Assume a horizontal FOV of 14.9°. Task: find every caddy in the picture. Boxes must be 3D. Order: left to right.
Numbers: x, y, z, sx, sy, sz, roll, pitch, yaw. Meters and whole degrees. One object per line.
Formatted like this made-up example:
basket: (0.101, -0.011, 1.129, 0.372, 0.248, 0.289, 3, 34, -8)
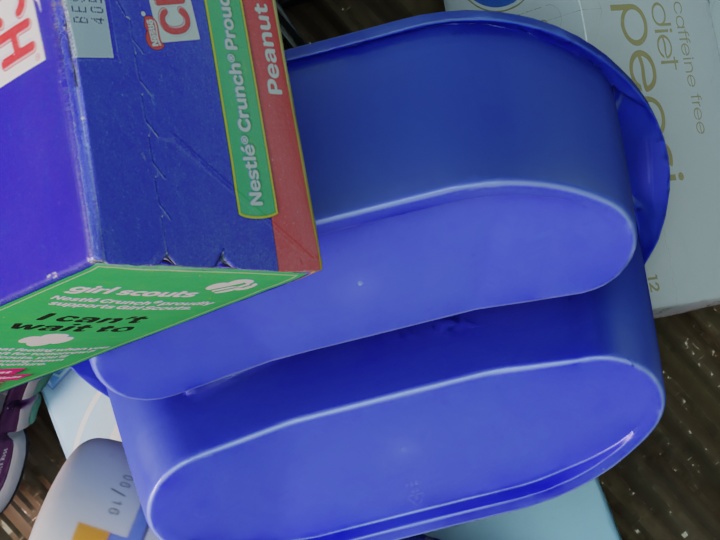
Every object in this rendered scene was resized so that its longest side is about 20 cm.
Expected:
caddy: (0.000, 0.000, 0.830, 0.199, 0.105, 0.142, -14, 129, 0)

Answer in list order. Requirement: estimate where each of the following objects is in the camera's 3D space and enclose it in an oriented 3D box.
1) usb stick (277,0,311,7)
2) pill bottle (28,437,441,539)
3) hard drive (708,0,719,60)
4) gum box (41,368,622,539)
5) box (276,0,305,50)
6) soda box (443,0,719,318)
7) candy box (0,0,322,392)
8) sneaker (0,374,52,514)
usb stick: (-0.040, -0.193, 0.957, 0.033, 0.055, 0.201, -15, 88, -40)
pill bottle: (-0.011, 0.133, 0.880, 0.199, 0.112, 0.112, 17, 91, 4)
hard drive: (0.224, -0.087, 0.949, 0.200, 0.033, 0.140, 24, 91, 3)
gum box: (-0.012, 0.061, 0.957, 0.170, 0.045, 0.200, -21, 89, 4)
box: (-0.087, -0.133, 0.886, 0.050, 0.158, 0.200, -34, 74, 3)
soda box: (0.074, -0.082, 0.925, 0.064, 0.068, 0.201, -15, 84, 47)
candy box: (-0.109, -0.058, 0.749, 0.077, 0.200, 0.170, -1, 78, -38)
sneaker: (-0.141, 0.016, 0.902, 0.074, 0.087, 0.200, 35, 125, 29)
